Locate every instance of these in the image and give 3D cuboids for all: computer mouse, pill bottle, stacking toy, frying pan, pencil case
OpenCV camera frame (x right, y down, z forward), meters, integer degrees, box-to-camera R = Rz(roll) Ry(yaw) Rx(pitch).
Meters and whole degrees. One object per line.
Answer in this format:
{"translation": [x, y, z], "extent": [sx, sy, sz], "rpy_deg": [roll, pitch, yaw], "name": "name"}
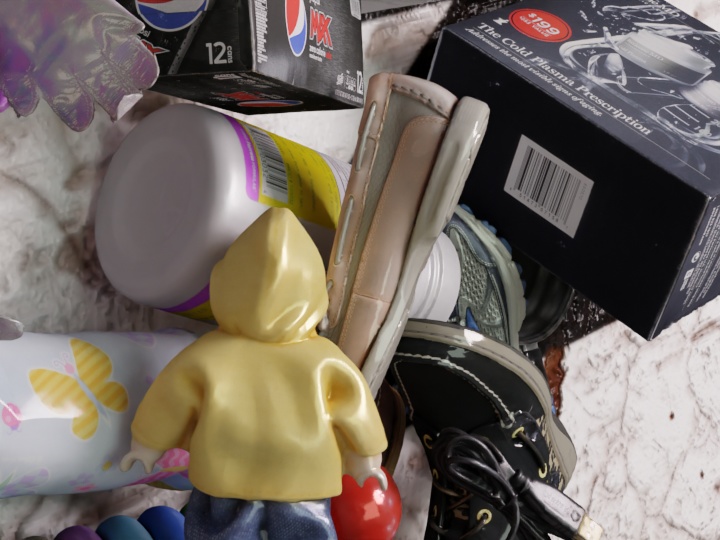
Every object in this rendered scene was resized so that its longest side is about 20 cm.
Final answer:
{"translation": [0.038, 0.188, 0.880], "extent": [0.109, 0.044, 0.201], "rpy_deg": [32, 92, -18], "name": "computer mouse"}
{"translation": [-0.037, -0.013, 0.909], "extent": [0.199, 0.104, 0.105], "rpy_deg": [19, 77, -44], "name": "pill bottle"}
{"translation": [-0.070, 0.141, 0.850], "extent": [0.199, 0.085, 0.086], "rpy_deg": [-19, 105, -25], "name": "stacking toy"}
{"translation": [0.116, 0.022, 1.116], "extent": [0.115, 0.031, 0.191], "rpy_deg": [-41, 122, -37], "name": "frying pan"}
{"translation": [-0.156, 0.069, 0.802], "extent": [0.199, 0.090, 0.084], "rpy_deg": [3, 66, -46], "name": "pencil case"}

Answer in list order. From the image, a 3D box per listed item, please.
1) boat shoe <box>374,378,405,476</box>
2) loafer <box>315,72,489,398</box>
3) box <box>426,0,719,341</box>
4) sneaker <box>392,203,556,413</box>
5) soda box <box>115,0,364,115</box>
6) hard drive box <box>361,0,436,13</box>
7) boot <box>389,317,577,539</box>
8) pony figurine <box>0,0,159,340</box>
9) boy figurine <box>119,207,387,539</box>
{"translation": [-0.042, 0.130, 0.927], "extent": [0.070, 0.070, 0.201], "rpy_deg": [51, 57, -38], "name": "boat shoe"}
{"translation": [0.000, 0.000, 0.840], "extent": [0.072, 0.062, 0.201], "rpy_deg": [-44, 158, -78], "name": "loafer"}
{"translation": [0.164, -0.079, 1.032], "extent": [0.181, 0.200, 0.105], "rpy_deg": [-24, 141, -44], "name": "box"}
{"translation": [0.057, 0.046, 1.027], "extent": [0.085, 0.077, 0.201], "rpy_deg": [-39, 116, -34], "name": "sneaker"}
{"translation": [-0.054, -0.113, 0.805], "extent": [0.200, 0.070, 0.064], "rpy_deg": [-1, 89, -76], "name": "soda box"}
{"translation": [-0.001, -0.185, 0.876], "extent": [0.155, 0.199, 0.078], "rpy_deg": [-1, 91, -46], "name": "hard drive box"}
{"translation": [0.055, 0.131, 0.928], "extent": [0.204, 0.073, 0.155], "rpy_deg": [52, 51, -51], "name": "boot"}
{"translation": [-0.195, -0.085, 0.705], "extent": [0.199, 0.193, 0.167], "rpy_deg": [18, 117, -49], "name": "pony figurine"}
{"translation": [-0.049, 0.073, 0.784], "extent": [0.123, 0.064, 0.202], "rpy_deg": [-2, 86, -3], "name": "boy figurine"}
